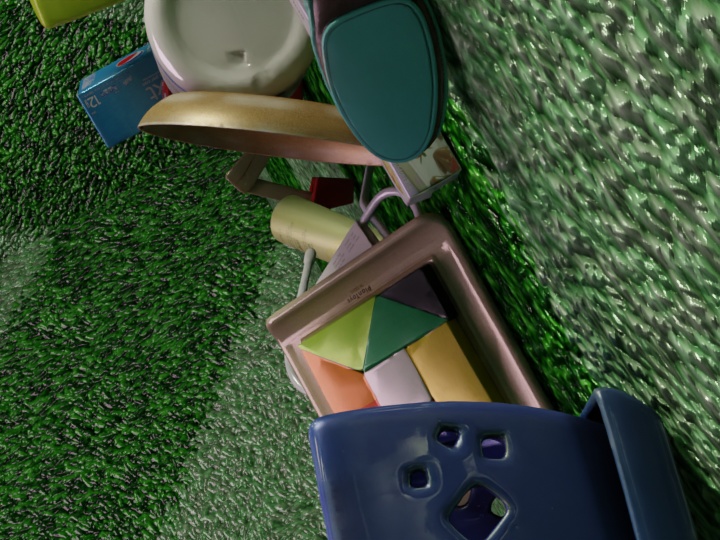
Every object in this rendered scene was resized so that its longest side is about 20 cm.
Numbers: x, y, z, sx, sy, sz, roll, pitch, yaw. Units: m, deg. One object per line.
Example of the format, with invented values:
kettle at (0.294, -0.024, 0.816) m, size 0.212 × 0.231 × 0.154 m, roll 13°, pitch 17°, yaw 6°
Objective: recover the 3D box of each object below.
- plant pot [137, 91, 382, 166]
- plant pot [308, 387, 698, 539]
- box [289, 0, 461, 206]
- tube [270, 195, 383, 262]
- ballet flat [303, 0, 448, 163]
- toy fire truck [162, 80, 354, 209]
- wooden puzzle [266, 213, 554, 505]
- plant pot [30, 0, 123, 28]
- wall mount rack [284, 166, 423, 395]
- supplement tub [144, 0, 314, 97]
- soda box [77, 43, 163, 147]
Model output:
plant pot at (-0.055, -0.099, 0.919) m, size 0.200 × 0.197 × 0.028 m, roll -175°, pitch 91°, yaw -85°
plant pot at (0.084, 0.172, 0.697) m, size 0.200 × 0.178 × 0.202 m, roll 76°, pitch -178°, yaw -72°
box at (-0.002, -0.136, 0.827) m, size 0.201 × 0.038 × 0.041 m, roll 61°, pitch 175°, yaw 2°
tube at (-0.007, -0.024, 1.287) m, size 0.199 × 0.052 × 0.058 m, roll 23°, pitch -168°, yaw 40°
ballet flat at (-0.001, -0.150, 0.671) m, size 0.071 × 0.067 × 0.201 m, roll -88°, pitch -22°, yaw -48°
toy fire truck at (-0.107, -0.132, 1.374) m, size 0.049 × 0.197 × 0.143 m, roll -151°, pitch 60°, yaw -79°
wooden puzzle at (0.036, 0.084, 0.982) m, size 0.201 × 0.184 × 0.037 m, roll 58°, pitch -148°, yaw 3°
plant pot at (-0.241, -0.357, 1.205) m, size 0.199 × 0.198 × 0.183 m, roll -127°, pitch 14°, yaw -61°
wall mount rack at (0.000, 0.000, 1.065) m, size 0.074 × 0.201 × 0.174 m, roll 2°, pitch -138°, yaw -43°
supplement tub at (-0.098, -0.185, 1.019) m, size 0.133 × 0.131 × 0.200 m, roll 61°, pitch 174°, yaw -5°
soda box at (-0.200, -0.214, 1.416) m, size 0.068 × 0.198 × 0.064 m, roll 61°, pitch -177°, yaw -23°
